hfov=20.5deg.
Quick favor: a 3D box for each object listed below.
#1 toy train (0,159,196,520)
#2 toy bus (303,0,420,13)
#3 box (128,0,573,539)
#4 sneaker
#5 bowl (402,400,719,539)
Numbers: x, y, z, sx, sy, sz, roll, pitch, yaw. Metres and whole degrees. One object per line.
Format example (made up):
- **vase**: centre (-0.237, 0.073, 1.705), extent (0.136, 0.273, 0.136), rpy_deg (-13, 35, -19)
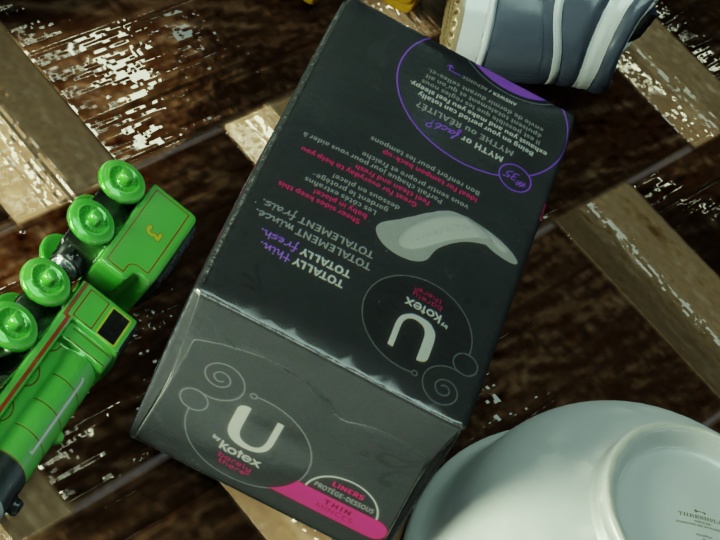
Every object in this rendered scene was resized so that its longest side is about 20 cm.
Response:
- **toy train**: centre (-0.126, 0.028, 0.811), extent (0.056, 0.042, 0.201), rpy_deg (38, 44, -9)
- **toy bus**: centre (-0.047, -0.206, 1.034), extent (0.199, 0.065, 0.078), rpy_deg (35, 45, 3)
- **box**: centre (0.000, 0.000, 0.853), extent (0.122, 0.106, 0.201), rpy_deg (27, 45, -2)
- **sneaker**: centre (0.111, -0.187, 1.057), extent (0.107, 0.070, 0.202), rpy_deg (13, 74, -3)
- **bowl**: centre (0.123, 0.126, 0.825), extent (0.199, 0.091, 0.202), rpy_deg (15, 47, -16)
